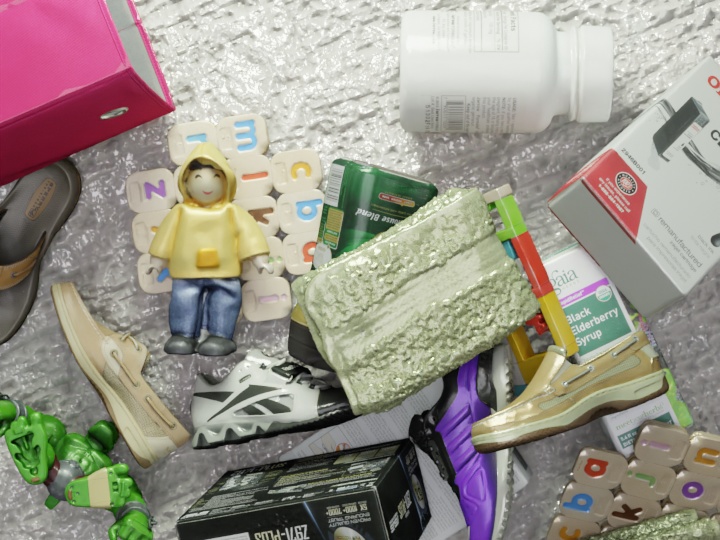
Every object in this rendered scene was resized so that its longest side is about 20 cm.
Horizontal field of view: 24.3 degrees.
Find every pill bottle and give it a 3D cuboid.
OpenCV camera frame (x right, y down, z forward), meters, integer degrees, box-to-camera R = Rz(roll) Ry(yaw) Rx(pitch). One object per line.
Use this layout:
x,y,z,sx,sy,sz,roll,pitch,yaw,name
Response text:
0.136,-0.187,1.582,0.198,0.114,0.116,1,92,3,pill bottle

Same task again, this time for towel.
0.258,0.312,1.608,0.198,0.037,0.150,-14,115,7,towel
0.052,0.029,1.525,0.199,0.036,0.149,-29,92,-3,towel

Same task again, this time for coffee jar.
0.000,0.000,1.596,0.103,0.085,0.202,13,95,-28,coffee jar

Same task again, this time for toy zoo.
0.132,0.031,1.596,0.131,0.020,0.202,-23,91,48,toy zoo

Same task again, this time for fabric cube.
-0.311,-0.213,1.550,0.198,0.196,0.202,-23,83,2,fabric cube

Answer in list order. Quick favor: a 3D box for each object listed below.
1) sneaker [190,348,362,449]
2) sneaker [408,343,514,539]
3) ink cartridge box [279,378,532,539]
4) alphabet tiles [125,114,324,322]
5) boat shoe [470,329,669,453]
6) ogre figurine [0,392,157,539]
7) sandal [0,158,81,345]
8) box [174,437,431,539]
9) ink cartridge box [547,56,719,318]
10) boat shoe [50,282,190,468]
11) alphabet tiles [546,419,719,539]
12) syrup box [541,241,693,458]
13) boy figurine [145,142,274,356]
-0.078,0.115,1.612,0.198,0.074,0.090,-10,79,18,sneaker
0.094,0.169,1.575,0.098,0.070,0.203,1,89,9,sneaker
0.045,0.192,1.645,0.199,0.050,0.163,-35,91,16,ink cartridge box
-0.128,-0.048,1.643,0.193,0.015,0.202,-8,92,3,alphabet tiles
0.182,0.106,1.520,0.198,0.072,0.077,-18,88,-23,boat shoe
-0.278,0.189,1.614,0.198,0.120,0.099,19,89,0,ogre figurine
-0.338,-0.021,1.640,0.081,0.055,0.201,32,93,1,sandal
-0.050,0.234,1.562,0.198,0.164,0.087,-12,98,15,box
0.296,-0.079,1.554,0.200,0.084,0.145,-42,90,-25,ink cartridge box
-0.237,0.093,1.638,0.064,0.071,0.201,-30,96,-6,boat shoe
0.283,0.234,1.596,0.194,0.015,0.202,12,119,-8,alphabet tiles
0.238,0.070,1.605,0.078,0.081,0.202,-25,92,2,syrup box
-0.143,-0.020,1.600,0.123,0.064,0.202,6,96,5,boy figurine
